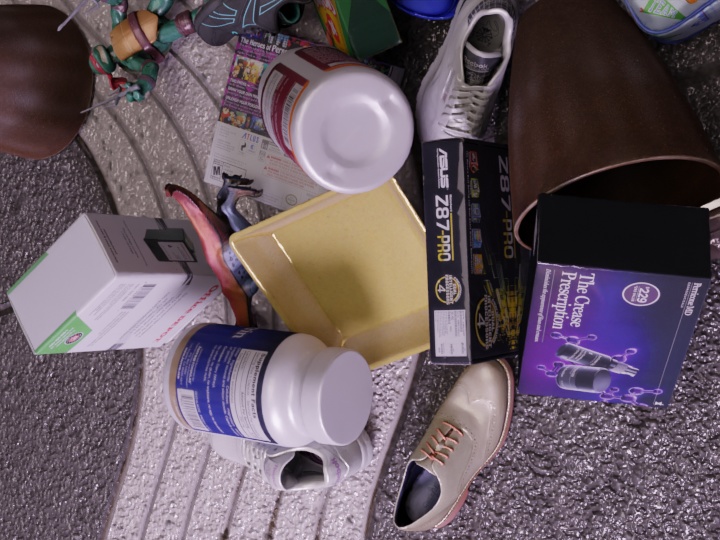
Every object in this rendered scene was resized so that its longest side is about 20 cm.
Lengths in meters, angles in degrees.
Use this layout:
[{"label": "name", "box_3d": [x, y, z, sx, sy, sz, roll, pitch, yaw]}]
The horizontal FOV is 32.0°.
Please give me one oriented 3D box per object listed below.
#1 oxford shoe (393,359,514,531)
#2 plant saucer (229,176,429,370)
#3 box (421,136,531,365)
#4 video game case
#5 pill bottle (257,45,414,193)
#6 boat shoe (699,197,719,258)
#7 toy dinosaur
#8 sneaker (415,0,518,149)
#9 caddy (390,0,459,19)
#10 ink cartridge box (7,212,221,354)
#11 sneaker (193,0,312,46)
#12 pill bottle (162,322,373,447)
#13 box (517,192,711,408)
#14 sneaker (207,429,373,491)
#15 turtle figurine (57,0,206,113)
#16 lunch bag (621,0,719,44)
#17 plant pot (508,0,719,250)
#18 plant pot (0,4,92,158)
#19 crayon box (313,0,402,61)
[{"label": "oxford shoe", "box_3d": [0.092, 0.175, 1.239, 0.070, 0.074, 0.202, 27, 105, 26]}, {"label": "plant saucer", "box_3d": [0.000, 0.000, 1.263, 0.199, 0.049, 0.201, -22, 115, 28]}, {"label": "box", "box_3d": [0.114, -0.017, 1.171, 0.049, 0.161, 0.202, -3, 89, 29]}, {"label": "video game case", "box_3d": [-0.064, -0.153, 1.342, 0.199, 0.036, 0.183, 20, 101, 28]}, {"label": "pill bottle", "box_3d": [-0.031, -0.150, 1.187, 0.200, 0.113, 0.115, -133, 59, -66]}, {"label": "boat shoe", "box_3d": [0.342, -0.041, 1.092, 0.199, 0.072, 0.060, -29, 74, 22]}, {"label": "toy dinosaur", "box_3d": [-0.143, -0.008, 1.331, 0.105, 0.198, 0.183, 30, 115, 54]}, {"label": "sneaker", "box_3d": [0.100, -0.174, 1.197, 0.076, 0.081, 0.202, 9, 118, -7]}, {"label": "caddy", "box_3d": [0.064, -0.345, 1.227, 0.141, 0.105, 0.201, -28, 77, 3]}, {"label": "ink cartridge box", "box_3d": [-0.257, 0.016, 1.367, 0.146, 0.199, 0.084, -40, 70, 24]}, {"label": "sneaker", "box_3d": [-0.109, -0.268, 1.283, 0.079, 0.075, 0.200, 50, 150, -6]}, {"label": "pill bottle", "box_3d": [-0.094, 0.118, 1.277, 0.199, 0.115, 0.117, 5, 94, 33]}, {"label": "box", "box_3d": [0.212, 0.030, 1.074, 0.140, 0.201, 0.079, 3, 54, 5]}, {"label": "sneaker", "box_3d": [-0.090, 0.186, 1.328, 0.198, 0.099, 0.076, 2, 109, 31]}, {"label": "turtle figurine", "box_3d": [-0.252, -0.271, 1.413, 0.199, 0.101, 0.150, -33, 90, 11]}, {"label": "lunch bag", "box_3d": [0.288, -0.309, 1.113, 0.160, 0.075, 0.201, -32, 75, 24]}, {"label": "plant pot", "box_3d": [0.208, -0.144, 1.120, 0.186, 0.186, 0.202, -23, 65, 28]}, {"label": "plant pot", "box_3d": [-0.450, -0.229, 1.466, 0.185, 0.199, 0.189, 2, 93, 29]}, {"label": "crayon box", "box_3d": [-0.031, -0.313, 1.223, 0.050, 0.127, 0.201, -24, 110, -6]}]
